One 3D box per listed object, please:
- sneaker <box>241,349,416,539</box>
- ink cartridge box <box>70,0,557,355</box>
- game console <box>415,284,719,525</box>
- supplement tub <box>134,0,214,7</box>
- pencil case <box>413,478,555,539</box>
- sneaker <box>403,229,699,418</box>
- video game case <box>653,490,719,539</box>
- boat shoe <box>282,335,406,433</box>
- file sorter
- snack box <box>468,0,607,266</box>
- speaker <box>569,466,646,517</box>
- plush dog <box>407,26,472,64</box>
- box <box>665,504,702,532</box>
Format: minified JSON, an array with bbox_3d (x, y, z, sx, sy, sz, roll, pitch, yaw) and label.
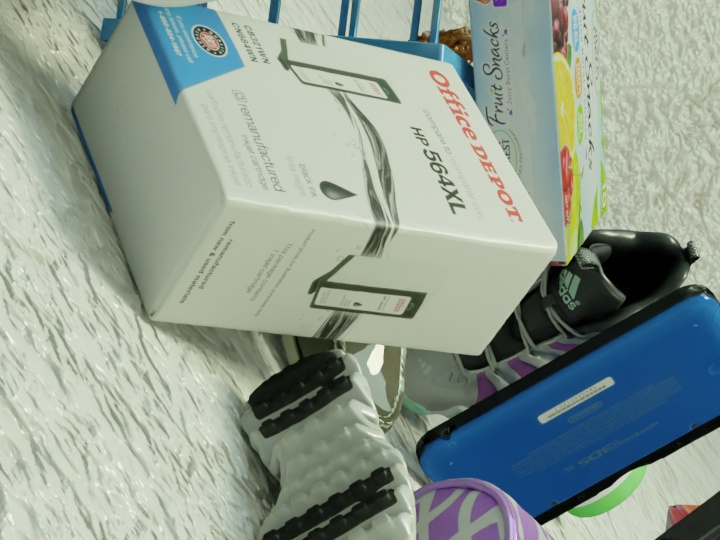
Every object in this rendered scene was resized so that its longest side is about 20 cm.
[{"bbox_3d":[-0.002,0.113,0.896,0.081,0.075,0.200,61,8,-26],"label":"sneaker"},{"bbox_3d":[-0.023,-0.044,0.994,0.199,0.084,0.146,7,42,-36],"label":"ink cartridge box"},{"bbox_3d":[0.138,0.070,1.253,0.171,0.199,0.119,50,13,-44],"label":"game console"},{"bbox_3d":[-0.055,-0.209,0.994,0.132,0.132,0.200,56,27,-4],"label":"supplement tub"},{"bbox_3d":[0.085,0.183,1.039,0.200,0.083,0.086,44,52,-42],"label":"pencil case"},{"bbox_3d":[0.113,0.021,1.234,0.140,0.199,0.078,104,-38,-71],"label":"sneaker"},{"bbox_3d":[0.169,0.223,1.012,0.200,0.180,0.026,50,5,-29],"label":"video game case"},{"bbox_3d":[-0.002,-0.001,1.110,0.072,0.060,0.203,24,48,-41],"label":"boat shoe"},{"bbox_3d":[-0.025,-0.171,1.169,0.139,0.199,0.124,13,84,-74],"label":"file sorter"},{"bbox_3d":[0.104,-0.116,1.174,0.142,0.053,0.202,-45,132,-69],"label":"snack box"},{"bbox_3d":[0.128,0.086,1.485,0.200,0.088,0.089,52,12,-21],"label":"speaker"},{"bbox_3d":[0.040,-0.073,1.426,0.160,0.200,0.172,-11,-60,54],"label":"plush dog"},{"bbox_3d":[0.210,0.237,1.107,0.095,0.102,0.201,-98,-168,-66],"label":"box"}]
